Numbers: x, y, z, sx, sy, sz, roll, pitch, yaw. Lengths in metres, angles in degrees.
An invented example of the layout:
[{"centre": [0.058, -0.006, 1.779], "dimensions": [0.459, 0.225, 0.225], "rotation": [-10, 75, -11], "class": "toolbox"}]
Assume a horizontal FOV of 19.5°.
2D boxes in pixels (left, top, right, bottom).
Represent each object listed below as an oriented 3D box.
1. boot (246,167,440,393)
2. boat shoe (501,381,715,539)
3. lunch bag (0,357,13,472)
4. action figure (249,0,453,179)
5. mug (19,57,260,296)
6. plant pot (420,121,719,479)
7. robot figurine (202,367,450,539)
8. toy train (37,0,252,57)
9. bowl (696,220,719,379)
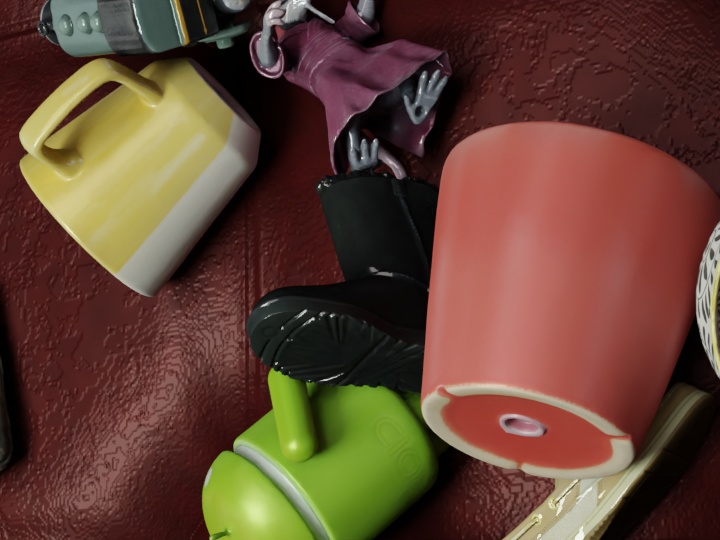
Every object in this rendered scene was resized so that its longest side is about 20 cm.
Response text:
[{"centre": [0.000, -0.001, 1.467], "dimensions": [0.073, 0.198, 0.163], "rotation": [-51, 39, 40], "class": "boot"}, {"centre": [0.158, 0.146, 1.418], "dimensions": [0.066, 0.074, 0.200], "rotation": [44, 102, 26], "class": "boat shoe"}, {"centre": [-0.392, 0.111, 1.733], "dimensions": [0.168, 0.139, 0.201], "rotation": [-35, 60, 38], "class": "lunch bag"}, {"centre": [-0.012, -0.152, 1.604], "dimensions": [0.200, 0.134, 0.149], "rotation": [42, 144, 44], "class": "action figure"}, {"centre": [-0.162, -0.083, 1.618], "dimensions": [0.153, 0.187, 0.149], "rotation": [-43, 87, 5], "class": "mug"}, {"centre": [0.127, 0.028, 1.367], "dimensions": [0.200, 0.200, 0.178], "rotation": [0, 61, 31], "class": "plant pot"}, {"centre": [-0.026, 0.143, 1.481], "dimensions": [0.200, 0.176, 0.116], "rotation": [-39, 60, -20], "class": "robot figurine"}, {"centre": [-0.168, -0.204, 1.616], "dimensions": [0.200, 0.114, 0.085], "rotation": [6, 112, 53], "class": "toy train"}, {"centre": [0.282, 0.014, 1.334], "dimensions": [0.094, 0.200, 0.201], "rotation": [16, 86, 64], "class": "bowl"}]
